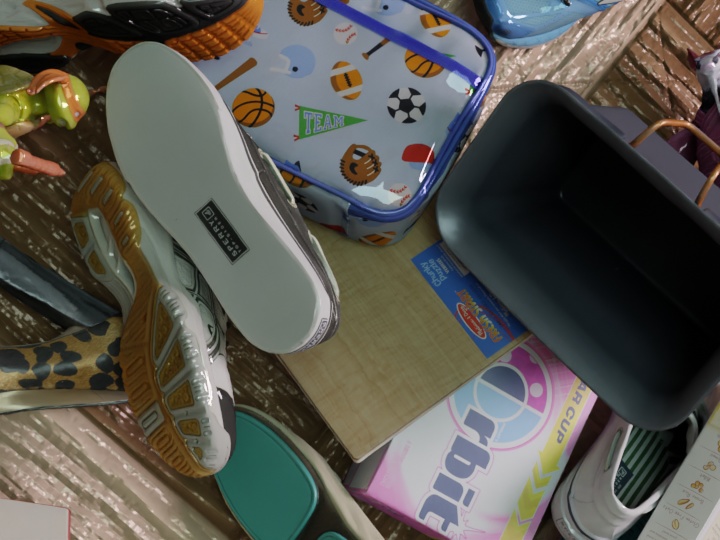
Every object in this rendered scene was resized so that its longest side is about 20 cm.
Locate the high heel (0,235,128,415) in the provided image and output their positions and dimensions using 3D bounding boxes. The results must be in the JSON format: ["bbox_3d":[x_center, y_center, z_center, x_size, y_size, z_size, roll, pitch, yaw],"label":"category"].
[{"bbox_3d":[-0.208,0.095,0.794,0.142,0.071,0.200,34,71,-9],"label":"high heel"}]

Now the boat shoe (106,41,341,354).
[{"bbox_3d":[-0.078,-0.040,0.776,0.071,0.064,0.201,-32,82,16],"label":"boat shoe"}]

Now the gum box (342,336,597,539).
[{"bbox_3d":[0.085,0.081,0.885,0.113,0.066,0.201,30,77,-11],"label":"gum box"}]

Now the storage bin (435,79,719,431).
[{"bbox_3d":[0.172,-0.027,0.818,0.200,0.146,0.134,44,30,18],"label":"storage bin"}]

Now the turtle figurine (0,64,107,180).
[{"bbox_3d":[-0.222,-0.085,0.763,0.161,0.200,0.065,-12,109,6],"label":"turtle figurine"}]

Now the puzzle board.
[{"bbox_3d":[0.000,0.000,0.852,0.150,0.017,0.200,-34,71,-11],"label":"puzzle board"}]

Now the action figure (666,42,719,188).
[{"bbox_3d":[0.266,-0.069,0.924,0.148,0.134,0.201,9,71,-33],"label":"action figure"}]

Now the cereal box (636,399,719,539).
[{"bbox_3d":[0.240,0.154,0.889,0.039,0.144,0.200,28,78,33],"label":"cereal box"}]

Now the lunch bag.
[{"bbox_3d":[-0.024,-0.121,0.846,0.199,0.076,0.161,29,77,6],"label":"lunch bag"}]

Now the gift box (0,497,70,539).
[{"bbox_3d":[-0.254,0.209,0.684,0.199,0.185,0.188,11,107,-21],"label":"gift box"}]

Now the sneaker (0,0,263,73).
[{"bbox_3d":[-0.147,-0.176,0.797,0.199,0.076,0.092,1,73,22],"label":"sneaker"}]

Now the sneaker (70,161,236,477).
[{"bbox_3d":[-0.099,0.022,0.798,0.087,0.076,0.201,-2,65,-45],"label":"sneaker"}]

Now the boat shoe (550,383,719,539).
[{"bbox_3d":[0.201,0.106,0.887,0.074,0.067,0.200,43,53,-5],"label":"boat shoe"}]

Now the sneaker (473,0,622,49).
[{"bbox_3d":[0.166,-0.218,0.926,0.199,0.090,0.079,-26,92,-16],"label":"sneaker"}]

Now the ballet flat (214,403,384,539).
[{"bbox_3d":[-0.021,0.163,0.835,0.069,0.070,0.200,-33,63,-17],"label":"ballet flat"}]

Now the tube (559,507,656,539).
[{"bbox_3d":[0.185,0.173,0.919,0.200,0.050,0.078,-39,104,-25],"label":"tube"}]
